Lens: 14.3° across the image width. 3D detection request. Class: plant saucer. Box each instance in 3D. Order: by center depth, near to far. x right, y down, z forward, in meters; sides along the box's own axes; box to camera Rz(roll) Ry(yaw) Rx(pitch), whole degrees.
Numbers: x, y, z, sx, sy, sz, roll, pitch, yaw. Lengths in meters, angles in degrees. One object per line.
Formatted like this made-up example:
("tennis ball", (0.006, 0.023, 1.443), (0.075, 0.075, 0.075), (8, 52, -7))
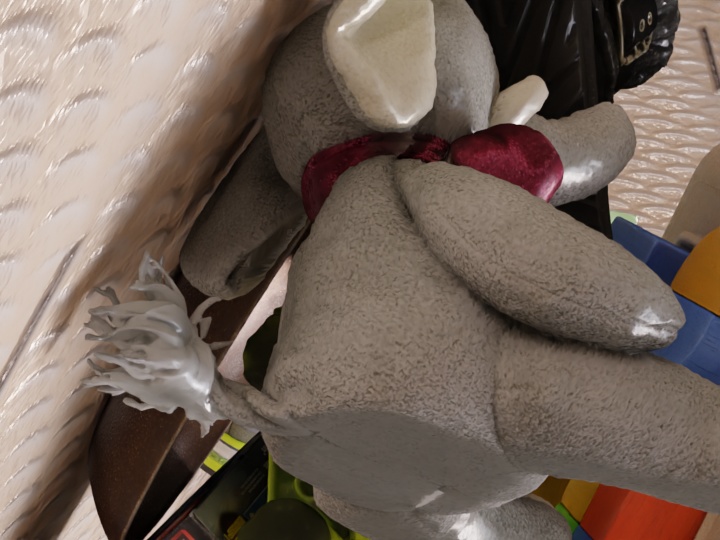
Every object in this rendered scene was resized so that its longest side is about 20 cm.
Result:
("plant saucer", (-0.040, 0.008, 0.997), (0.201, 0.032, 0.200), (-57, 178, -4))

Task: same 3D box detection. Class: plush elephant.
("plush elephant", (0.022, -0.011, 0.819), (0.165, 0.199, 0.156), (-39, -144, 56))

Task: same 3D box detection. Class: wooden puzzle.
("wooden puzzle", (0.093, 0.044, 0.930), (0.201, 0.046, 0.185), (-59, -167, 3))

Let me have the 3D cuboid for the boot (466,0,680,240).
("boot", (0.058, -0.046, 0.955), (0.158, 0.079, 0.213), (-43, 138, -72))

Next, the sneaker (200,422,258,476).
("sneaker", (0.000, 0.000, 1.193), (0.200, 0.074, 0.081), (-57, 174, -31))

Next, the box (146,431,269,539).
("box", (-0.096, 0.144, 1.018), (0.200, 0.040, 0.137), (-45, 180, 17))

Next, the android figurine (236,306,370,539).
("android figurine", (0.001, 0.089, 0.981), (0.200, 0.041, 0.183), (56, 32, -64))

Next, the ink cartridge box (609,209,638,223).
("ink cartridge box", (0.035, 0.059, 1.303), (0.048, 0.145, 0.201), (-112, -142, -59))
